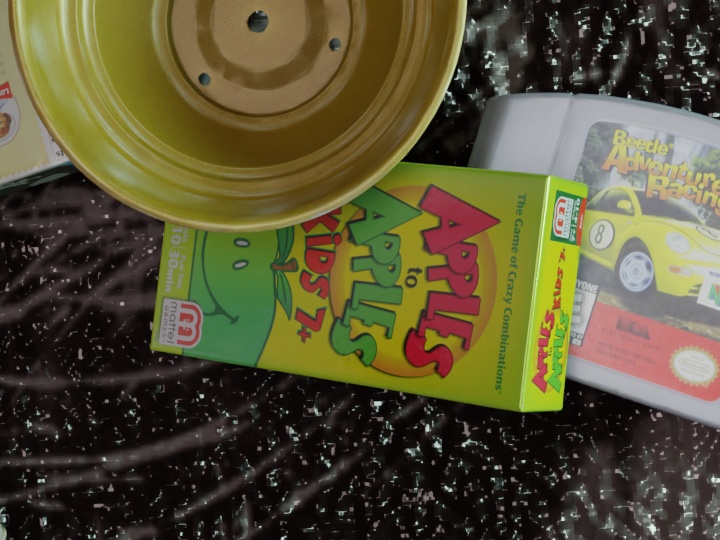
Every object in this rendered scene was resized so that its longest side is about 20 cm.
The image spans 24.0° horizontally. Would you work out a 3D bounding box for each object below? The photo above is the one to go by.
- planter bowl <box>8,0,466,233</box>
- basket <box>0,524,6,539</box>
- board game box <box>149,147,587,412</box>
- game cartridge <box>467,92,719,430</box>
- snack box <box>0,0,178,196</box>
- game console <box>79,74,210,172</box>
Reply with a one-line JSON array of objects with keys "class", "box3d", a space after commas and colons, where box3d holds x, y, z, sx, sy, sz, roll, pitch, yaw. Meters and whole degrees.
[{"class": "planter bowl", "box3d": [-0.051, -0.117, 0.761, 0.198, 0.083, 0.203, 0, 89, 5]}, {"class": "basket", "box3d": [-0.307, 0.179, 0.833, 0.198, 0.161, 0.200, 23, 95, 15]}, {"class": "board game box", "box3d": [0.000, 0.000, 0.784, 0.198, 0.047, 0.103, 7, 90, 30]}, {"class": "game cartridge", "box3d": [0.137, -0.006, 0.778, 0.198, 0.041, 0.134, 18, 90, 15]}, {"class": "snack box", "box3d": [-0.189, -0.096, 0.839, 0.198, 0.037, 0.117, -16, 87, 12]}, {"class": "game console", "box3d": [-0.144, -0.157, 0.860, 0.175, 0.031, 0.202, 19, 95, 15]}]
